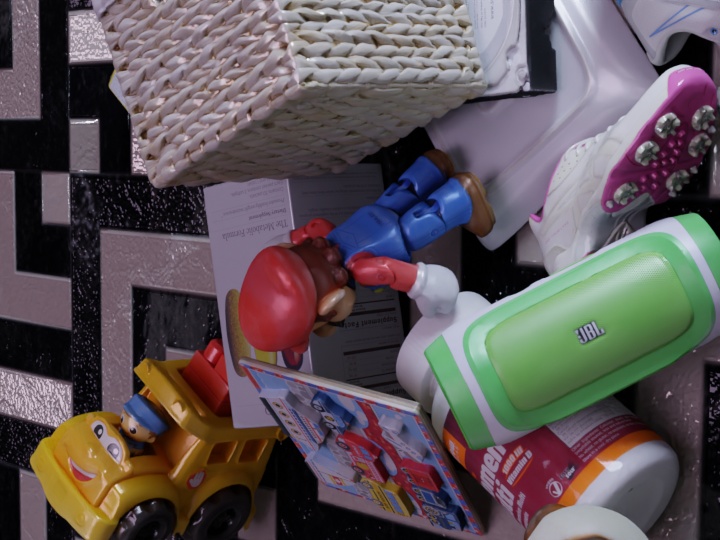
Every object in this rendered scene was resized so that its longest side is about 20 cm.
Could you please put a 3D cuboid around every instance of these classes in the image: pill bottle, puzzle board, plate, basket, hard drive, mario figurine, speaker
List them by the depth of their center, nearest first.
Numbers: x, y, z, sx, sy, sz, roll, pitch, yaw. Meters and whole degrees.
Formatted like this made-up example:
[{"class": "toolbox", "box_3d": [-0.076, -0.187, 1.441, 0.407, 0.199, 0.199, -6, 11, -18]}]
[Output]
[{"class": "speaker", "box_3d": [0.145, 0.040, 0.932, 0.199, 0.089, 0.089, -27, 70, 1]}, {"class": "basket", "box_3d": [-0.050, -0.167, 1.007, 0.197, 0.199, 0.162, -25, 77, 44]}, {"class": "pill bottle", "box_3d": [0.120, 0.109, 1.016, 0.200, 0.109, 0.110, 42, 122, 34]}, {"class": "mario figurine", "box_3d": [0.000, 0.000, 1.054, 0.107, 0.199, 0.123, 60, 166, -8]}, {"class": "hard drive", "box_3d": [0.056, -0.192, 1.063, 0.199, 0.038, 0.141, 1, 93, 47]}, {"class": "plate", "box_3d": [0.106, -0.149, 1.064, 0.200, 0.032, 0.201, -44, 62, 39]}, {"class": "puzzle board", "box_3d": [0.003, 0.138, 1.079, 0.150, 0.201, 0.017, 12, 60, 28]}]

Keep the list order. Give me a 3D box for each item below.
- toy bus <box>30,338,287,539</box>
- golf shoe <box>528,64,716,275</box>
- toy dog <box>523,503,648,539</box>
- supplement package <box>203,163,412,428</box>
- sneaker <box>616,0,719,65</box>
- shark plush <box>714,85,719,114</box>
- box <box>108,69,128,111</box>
[{"class": "toy bus", "box_3d": [-0.158, 0.137, 1.249, 0.136, 0.199, 0.193, 45, 116, 32]}, {"class": "golf shoe", "box_3d": [0.168, -0.067, 0.968, 0.092, 0.075, 0.201, 61, 140, 36]}, {"class": "toy dog", "box_3d": [0.185, 0.219, 0.879, 0.195, 0.199, 0.140, -62, 15, 11]}, {"class": "supplement package", "box_3d": [-0.043, 0.021, 1.174, 0.113, 0.109, 0.202, -11, 85, 46]}, {"class": "sneaker", "box_3d": [0.249, -0.187, 0.898, 0.199, 0.075, 0.087, -22, 88, 50]}, {"class": "shark plush", "box_3d": [0.300, -0.054, 0.878, 0.200, 0.091, 0.083, 47, 147, 8]}, {"class": "box", "box_3d": [-0.158, -0.220, 1.318, 0.117, 0.048, 0.201, 49, 128, 31]}]
